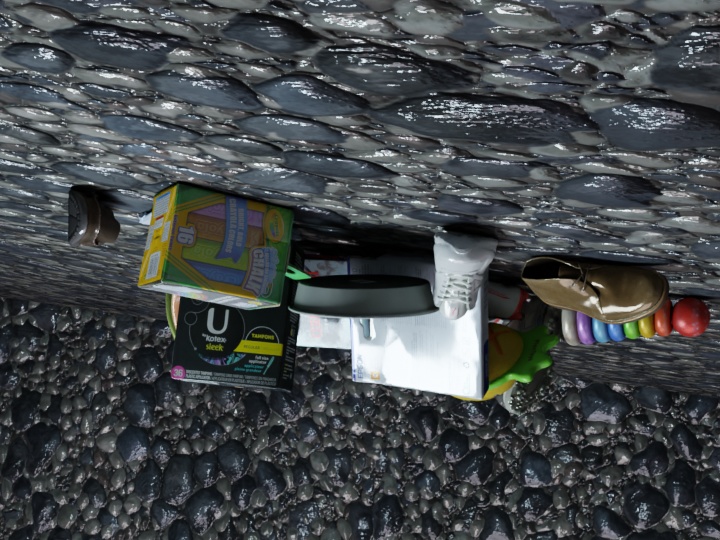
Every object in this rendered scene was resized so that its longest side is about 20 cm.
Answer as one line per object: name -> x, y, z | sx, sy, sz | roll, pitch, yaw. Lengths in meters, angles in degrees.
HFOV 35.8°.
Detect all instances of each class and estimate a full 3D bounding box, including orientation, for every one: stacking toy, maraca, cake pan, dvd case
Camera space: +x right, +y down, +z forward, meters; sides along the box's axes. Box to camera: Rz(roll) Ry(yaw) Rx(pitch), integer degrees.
stacking toy -> 0.389, 0.067, 1.571 | 0.198, 0.086, 0.085 | 2, 170, 24
maraca -> 0.194, 0.129, 1.634 | 0.199, 0.138, 0.107 | -12, 126, 32
cake pan -> 0.005, 0.032, 1.453 | 0.198, 0.037, 0.200 | 0, -174, 0
dvd case -> -0.069, 0.045, 1.633 | 0.198, 0.147, 0.022 | 2, -155, 17

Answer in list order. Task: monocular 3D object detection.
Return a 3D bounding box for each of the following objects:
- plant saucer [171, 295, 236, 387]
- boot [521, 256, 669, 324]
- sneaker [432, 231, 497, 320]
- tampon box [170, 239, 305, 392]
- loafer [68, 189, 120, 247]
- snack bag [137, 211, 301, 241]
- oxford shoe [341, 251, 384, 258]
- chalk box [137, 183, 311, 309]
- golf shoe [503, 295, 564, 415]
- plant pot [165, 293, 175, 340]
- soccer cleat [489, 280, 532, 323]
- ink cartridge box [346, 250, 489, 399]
plant saucer -> -0.197, 0.079, 1.673 | 0.199, 0.202, 0.037 | 4, -155, 33
boot -> 0.286, 0.019, 1.388 | 0.199, 0.074, 0.075 | 4, 161, 47
sneaker -> 0.124, 0.010, 1.368 | 0.077, 0.100, 0.200 | 7, 172, 7
tampon box -> -0.163, 0.058, 1.527 | 0.148, 0.202, 0.126 | 4, 172, 5
loafer -> -0.364, -0.071, 1.528 | 0.070, 0.074, 0.200 | 0, 180, -14
snack bag -> -0.200, -0.058, 1.554 | 0.198, 0.022, 0.188 | 12, 172, -21
oxford shoe -> 0.000, 0.000, 1.655 | 0.199, 0.072, 0.071 | -3, -164, 46
chalk box -> -0.159, -0.023, 1.396 | 0.198, 0.125, 0.124 | 12, 171, -24
golf shoe -> 0.251, 0.128, 1.720 | 0.097, 0.201, 0.078 | 4, 149, 43
plant pot -> -0.175, 0.046, 1.778 | 0.189, 0.202, 0.199 | -15, 158, 41
soccer cleat -> 0.194, 0.048, 1.725 | 0.085, 0.069, 0.200 | 24, 170, -9
ink cartridge box -> 0.082, 0.073, 1.568 | 0.198, 0.201, 0.041 | 6, -157, 21
